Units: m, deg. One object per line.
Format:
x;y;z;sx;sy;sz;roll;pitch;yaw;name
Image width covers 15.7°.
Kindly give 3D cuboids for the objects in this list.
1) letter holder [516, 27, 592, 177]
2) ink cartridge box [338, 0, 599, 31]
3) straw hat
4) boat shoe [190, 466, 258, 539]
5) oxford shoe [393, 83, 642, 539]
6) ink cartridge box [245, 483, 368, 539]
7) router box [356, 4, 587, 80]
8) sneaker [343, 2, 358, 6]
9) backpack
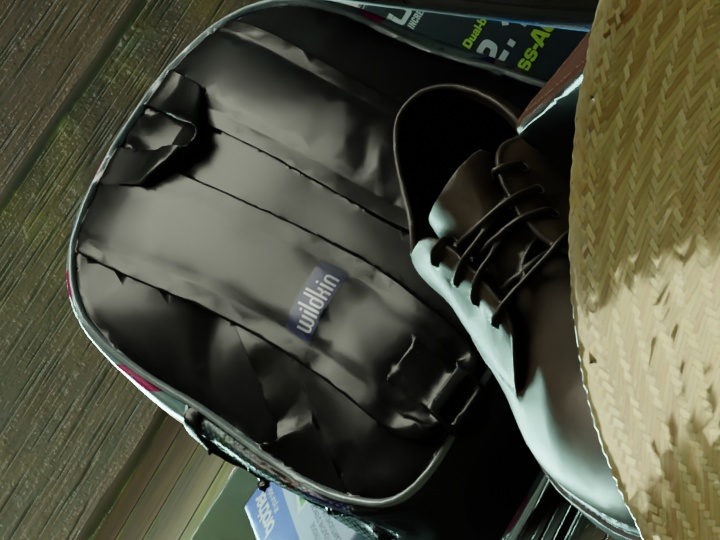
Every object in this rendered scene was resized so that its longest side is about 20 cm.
0.146;-0.083;0.688;0.142;0.100;0.200;-52;3;-18;letter holder
0.035;-0.134;0.884;0.200;0.144;0.085;-10;-72;-85;ink cartridge box
0.123;-0.012;0.528;0.201;0.085;0.202;-176;90;-68;straw hat
-0.010;0.082;1.238;0.201;0.074;0.063;-49;0;26;boat shoe
0.054;0.010;0.770;0.073;0.084;0.200;-46;37;9;oxford shoe
0.008;0.082;1.132;0.200;0.042;0.119;-58;21;13;ink cartridge box
0.094;-0.123;1.095;0.200;0.150;0.062;-58;5;-10;router box
0.051;-0.104;1.204;0.067;0.202;0.108;-24;-13;-44;sneaker
0.000;0.000;0.962;0.178;0.200;0.151;-58;-28;-9;backpack
